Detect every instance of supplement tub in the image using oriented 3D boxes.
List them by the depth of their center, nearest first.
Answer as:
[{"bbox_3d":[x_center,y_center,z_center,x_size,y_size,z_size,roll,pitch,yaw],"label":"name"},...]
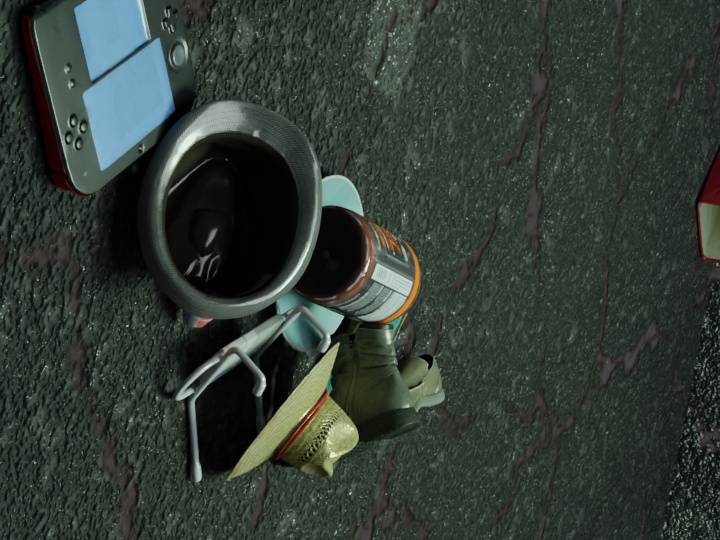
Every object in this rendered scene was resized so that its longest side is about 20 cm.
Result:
[{"bbox_3d":[0.000,0.000,1.828,0.200,0.106,0.108,26,78,-65],"label":"supplement tub"}]

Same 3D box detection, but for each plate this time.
[{"bbox_3d":[-0.051,-0.009,1.869,0.200,0.025,0.201,-38,134,-54],"label":"plate"}]

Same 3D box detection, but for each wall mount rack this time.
[{"bbox_3d":[-0.119,0.122,1.734,0.200,0.075,0.174,-32,166,-49],"label":"wall mount rack"}]

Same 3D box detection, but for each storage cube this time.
[{"bbox_3d":[0.788,-0.129,3.387,0.180,0.170,0.200,-62,150,-32],"label":"storage cube"}]

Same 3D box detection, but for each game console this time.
[{"bbox_3d":[-0.212,-0.177,1.451,0.200,0.031,0.178,-48,142,-47],"label":"game console"}]

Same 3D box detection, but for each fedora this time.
[{"bbox_3d":[-0.132,-0.052,1.565,0.176,0.090,0.201,12,81,-25],"label":"fedora"}]

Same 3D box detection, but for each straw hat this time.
[{"bbox_3d":[-0.049,0.173,1.782,0.201,0.085,0.201,-50,177,-4],"label":"straw hat"}]

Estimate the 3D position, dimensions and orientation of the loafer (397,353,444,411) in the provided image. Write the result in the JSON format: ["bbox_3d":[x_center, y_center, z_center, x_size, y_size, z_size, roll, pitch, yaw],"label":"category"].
[{"bbox_3d":[0.046,0.142,2.104,0.200,0.075,0.070,-12,101,-68],"label":"loafer"}]

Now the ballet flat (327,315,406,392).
[{"bbox_3d":[0.001,0.097,1.991,0.201,0.070,0.071,-63,151,-27],"label":"ballet flat"}]

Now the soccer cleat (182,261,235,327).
[{"bbox_3d":[-0.127,-0.031,1.676,0.201,0.066,0.077,-65,-176,-36],"label":"soccer cleat"}]

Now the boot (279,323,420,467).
[{"bbox_3d":[-0.022,0.139,1.884,0.068,0.199,0.131,1,68,-52],"label":"boot"}]
